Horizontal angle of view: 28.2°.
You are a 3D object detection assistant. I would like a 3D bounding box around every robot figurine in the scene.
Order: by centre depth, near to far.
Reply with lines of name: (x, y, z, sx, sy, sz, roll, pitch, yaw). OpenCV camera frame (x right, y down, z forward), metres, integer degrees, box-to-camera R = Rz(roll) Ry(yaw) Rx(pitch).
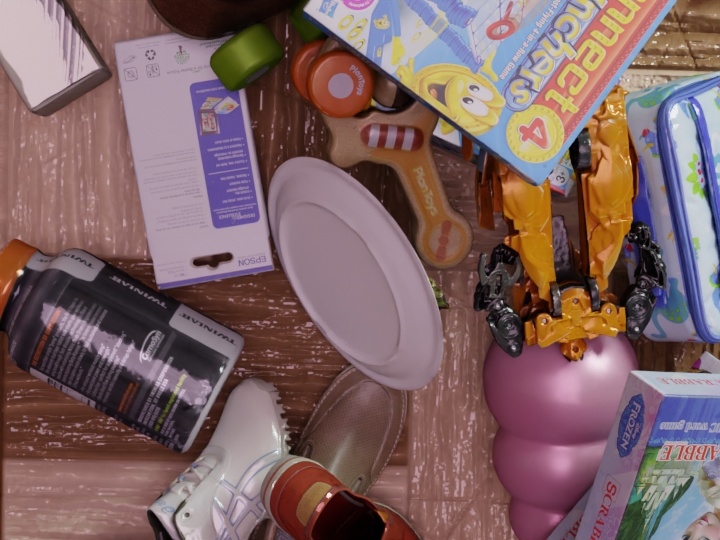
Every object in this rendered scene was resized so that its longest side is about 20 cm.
robot figurine: (0.148, -0.032, 1.044, 0.144, 0.058, 0.201, -7, 108, -5)

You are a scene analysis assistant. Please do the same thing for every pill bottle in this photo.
pill bottle: (-0.200, 0.052, 1.118, 0.200, 0.106, 0.106, 29, 91, -3)

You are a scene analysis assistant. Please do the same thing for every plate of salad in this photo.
plate of salad: (0.000, 0.000, 1.095, 0.048, 0.200, 0.200, -32, 95, -29)

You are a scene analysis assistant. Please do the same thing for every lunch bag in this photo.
lunch bag: (0.266, -0.049, 1.110, 0.160, 0.082, 0.201, -18, 100, -41)

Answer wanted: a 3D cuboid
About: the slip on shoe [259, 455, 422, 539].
slip on shoe: (-0.002, 0.209, 1.117, 0.074, 0.061, 0.200, -54, 136, -10)

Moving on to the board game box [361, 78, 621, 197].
board game box: (0.084, -0.145, 1.123, 0.199, 0.105, 0.103, 24, 92, -4)

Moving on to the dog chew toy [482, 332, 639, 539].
dog chew toy: (0.157, 0.134, 1.139, 0.124, 0.125, 0.201, 0, 102, -3)

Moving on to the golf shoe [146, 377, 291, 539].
golf shoe: (-0.116, 0.177, 1.120, 0.097, 0.078, 0.201, 18, 77, -36)

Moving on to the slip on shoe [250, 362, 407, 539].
slip on shoe: (-0.026, 0.163, 1.156, 0.076, 0.061, 0.200, 34, 91, -4)

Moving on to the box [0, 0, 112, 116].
box: (-0.276, -0.222, 1.115, 0.068, 0.082, 0.200, -32, 95, -2)

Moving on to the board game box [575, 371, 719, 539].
board game box: (0.257, 0.174, 1.058, 0.199, 0.041, 0.200, 3, 111, -29)

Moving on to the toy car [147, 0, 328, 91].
toy car: (-0.069, -0.256, 1.047, 0.158, 0.200, 0.165, -36, 91, -27)

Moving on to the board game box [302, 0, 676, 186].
board game box: (0.097, -0.193, 0.953, 0.196, 0.056, 0.200, 35, 95, -4)

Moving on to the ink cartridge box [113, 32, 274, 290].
ink cartridge box: (-0.132, -0.090, 1.149, 0.099, 0.039, 0.201, -9, 92, -3)

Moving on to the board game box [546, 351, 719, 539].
board game box: (0.267, 0.194, 1.134, 0.200, 0.041, 0.199, -50, 127, 1)

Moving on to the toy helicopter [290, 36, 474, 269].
toy helicopter: (0.042, -0.097, 1.049, 0.132, 0.079, 0.201, -25, 109, -6)
